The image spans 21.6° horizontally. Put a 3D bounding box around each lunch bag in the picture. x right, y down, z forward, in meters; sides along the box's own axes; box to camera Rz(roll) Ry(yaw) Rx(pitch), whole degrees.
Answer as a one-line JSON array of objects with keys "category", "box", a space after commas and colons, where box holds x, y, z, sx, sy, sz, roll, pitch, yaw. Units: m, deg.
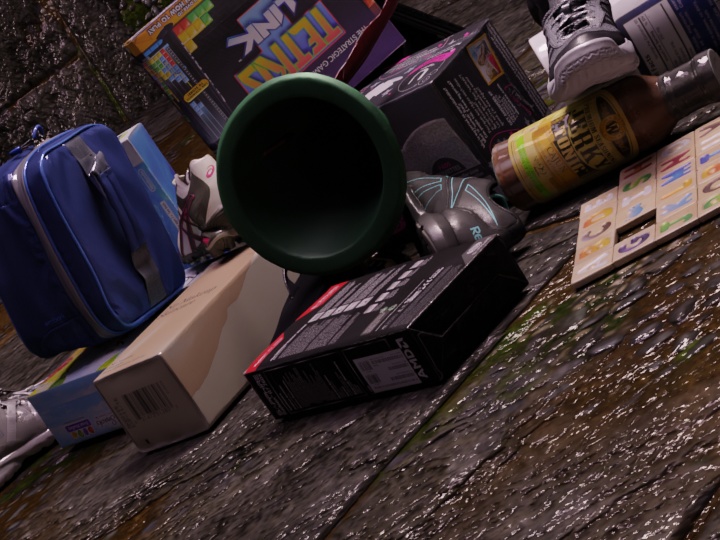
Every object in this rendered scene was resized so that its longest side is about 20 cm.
[{"category": "lunch bag", "box": [-0.255, -0.036, 1.708, 0.132, 0.201, 0.136, -20, 13, 30]}]

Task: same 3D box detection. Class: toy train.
[{"category": "toy train", "box": [0.000, 0.000, 1.633, 0.046, 0.034, 0.200, -41, 14, -15]}]

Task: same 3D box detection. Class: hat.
[{"category": "hat", "box": [-0.006, -0.113, 1.603, 0.200, 0.166, 0.176, -44, 0, 30]}]

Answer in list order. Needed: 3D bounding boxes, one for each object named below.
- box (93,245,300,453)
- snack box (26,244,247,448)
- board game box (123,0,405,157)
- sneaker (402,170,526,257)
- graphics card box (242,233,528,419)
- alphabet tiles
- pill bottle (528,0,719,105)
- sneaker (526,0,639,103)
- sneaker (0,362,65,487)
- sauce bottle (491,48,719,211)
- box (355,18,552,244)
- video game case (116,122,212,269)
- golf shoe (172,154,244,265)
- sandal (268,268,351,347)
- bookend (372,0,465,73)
[{"category": "box", "box": [-0.128, 0.061, 1.622, 0.095, 0.078, 0.200, -23, 17, 38]}, {"category": "snack box", "box": [-0.187, 0.069, 1.756, 0.168, 0.068, 0.200, -20, 20, 42]}, {"category": "board game box", "box": [-0.086, -0.205, 1.707, 0.200, 0.166, 0.057, -43, 10, -10]}, {"category": "sneaker", "box": [0.079, -0.041, 1.542, 0.079, 0.076, 0.200, -24, 22, -2]}, {"category": "graphics card box", "box": [0.017, 0.043, 1.403, 0.199, 0.051, 0.125, -20, 19, 49]}, {"category": "alphabet tiles", "box": [0.230, -0.063, 1.371, 0.166, 0.008, 0.200, -29, 14, 19]}, {"category": "pill bottle", "box": [0.251, -0.219, 1.645, 0.199, 0.111, 0.111, -31, 13, 8]}, {"category": "sneaker", "box": [0.168, -0.198, 1.505, 0.075, 0.115, 0.200, -24, 0, 11]}, {"category": "sneaker", "box": [-0.335, 0.141, 1.814, 0.074, 0.082, 0.200, -19, 20, 47]}, {"category": "sauce bottle", "box": [0.199, -0.115, 1.503, 0.199, 0.065, 0.065, -29, 14, 27]}, {"category": "box", "box": [0.056, -0.113, 1.687, 0.199, 0.133, 0.115, -20, 22, 47]}, {"category": "video game case", "box": [-0.239, -0.020, 1.900, 0.180, 0.201, 0.046, -27, 16, 26]}, {"category": "golf shoe", "box": [-0.136, -0.058, 1.753, 0.077, 0.089, 0.200, -27, 2, -16]}, {"category": "sandal", "box": [-0.040, -0.002, 1.610, 0.076, 0.043, 0.201, -39, 20, 33]}, {"category": "bookend", "box": [0.035, -0.162, 1.945, 0.092, 0.198, 0.202, -18, 64, 47]}]
